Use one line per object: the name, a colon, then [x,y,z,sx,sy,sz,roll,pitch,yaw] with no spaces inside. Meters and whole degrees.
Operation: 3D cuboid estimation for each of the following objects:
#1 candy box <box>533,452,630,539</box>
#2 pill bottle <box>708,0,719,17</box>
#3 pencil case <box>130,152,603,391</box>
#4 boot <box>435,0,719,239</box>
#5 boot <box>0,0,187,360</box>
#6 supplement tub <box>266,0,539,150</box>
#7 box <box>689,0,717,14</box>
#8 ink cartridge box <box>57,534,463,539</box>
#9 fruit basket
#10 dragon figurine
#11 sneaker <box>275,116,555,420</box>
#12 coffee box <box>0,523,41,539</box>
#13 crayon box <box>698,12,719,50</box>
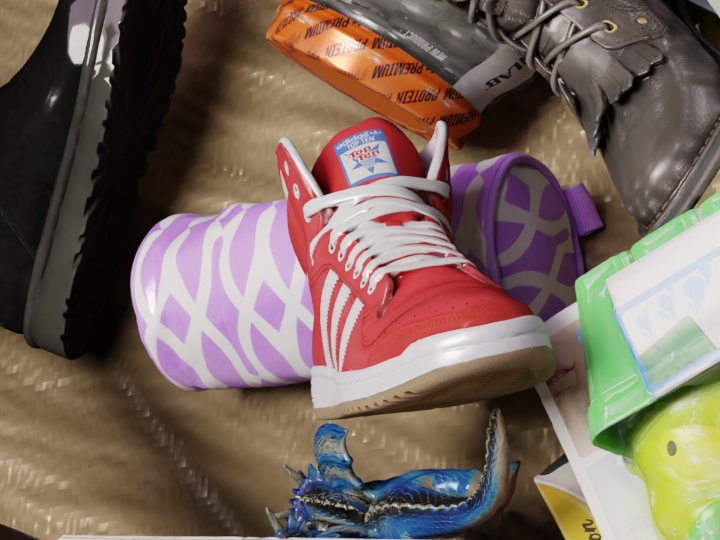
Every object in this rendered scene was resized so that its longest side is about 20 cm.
candy box: [0.176,0.074,1.026,0.200,0.061,0.137,-41,51,16]
pill bottle: [0.212,-0.141,0.981,0.200,0.114,0.114,-38,51,4]
pencil case: [0.000,0.000,1.183,0.199,0.084,0.086,-8,27,32]
boot: [0.049,-0.100,1.050,0.069,0.173,0.200,-56,20,27]
boot: [-0.176,-0.074,1.289,0.157,0.079,0.213,18,95,14]
supplement tub: [0.050,-0.160,1.190,0.122,0.122,0.201,27,87,42]
box: [0.082,-0.182,1.068,0.040,0.199,0.138,-49,26,40]
ink cartridge box: [-0.014,0.173,1.011,0.199,0.083,0.146,-2,75,23]
fruit basket: [0.157,0.062,0.945,0.185,0.094,0.201,-31,57,22]
dragon figurine: [0.007,0.094,1.094,0.099,0.200,0.059,11,75,1]
sneaker: [0.016,-0.006,1.032,0.200,0.071,0.113,161,103,-75]
coffee box: [-0.125,0.169,1.117,0.079,0.200,0.115,11,76,39]
crayon box: [0.226,-0.094,1.068,0.199,0.051,0.128,-24,52,28]
